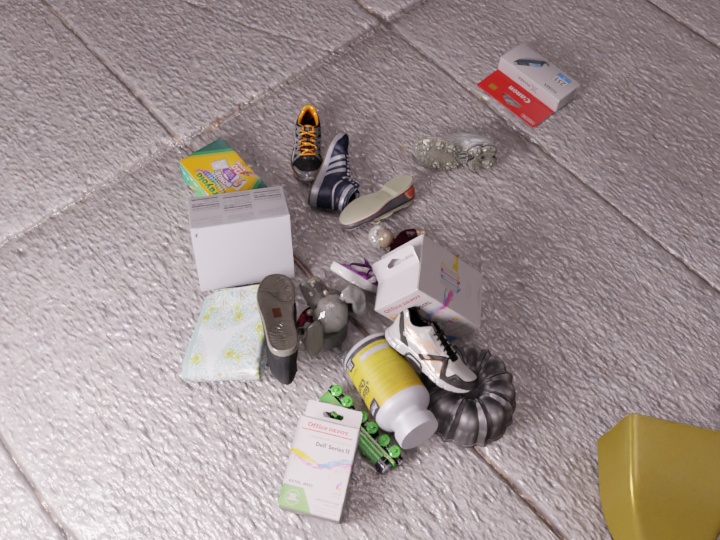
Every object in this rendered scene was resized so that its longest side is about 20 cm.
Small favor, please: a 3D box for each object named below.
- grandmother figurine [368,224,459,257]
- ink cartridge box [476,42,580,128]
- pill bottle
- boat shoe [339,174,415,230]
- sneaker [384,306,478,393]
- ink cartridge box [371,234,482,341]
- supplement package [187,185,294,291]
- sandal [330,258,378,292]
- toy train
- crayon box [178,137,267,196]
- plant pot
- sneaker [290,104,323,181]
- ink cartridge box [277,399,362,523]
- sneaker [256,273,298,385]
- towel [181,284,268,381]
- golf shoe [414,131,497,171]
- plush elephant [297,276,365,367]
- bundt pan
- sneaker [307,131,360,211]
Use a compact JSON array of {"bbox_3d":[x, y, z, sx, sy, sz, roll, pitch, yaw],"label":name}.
[{"bbox_3d":[0.109,-0.045,1.717,0.197,0.061,0.122,23,49,8],"label":"grandmother figurine"},{"bbox_3d":[0.421,-0.467,2.024,0.175,0.045,0.200,-37,66,-25],"label":"ink cartridge box"},{"bbox_3d":[0.059,0.223,1.492,0.110,0.113,0.201,-22,54,-18],"label":"pill bottle"},{"bbox_3d":[0.041,-0.137,1.769,0.198,0.063,0.071,-34,47,-23],"label":"boat shoe"},{"bbox_3d":[0.136,0.145,1.473,0.199,0.081,0.073,36,25,14],"label":"sneaker"},{"bbox_3d":[0.124,0.037,1.565,0.198,0.128,0.127,30,51,-30],"label":"ink cartridge box"},{"bbox_3d":[-0.240,-0.065,1.632,0.196,0.158,0.112,-8,39,-9],"label":"supplement package"},{"bbox_3d":[0.006,0.004,1.600,0.082,0.202,0.050,32,95,18],"label":"sandal"},{"bbox_3d":[-0.002,0.294,1.496,0.056,0.042,0.200,-40,67,-15],"label":"toy train"},{"bbox_3d":[-0.297,-0.190,1.781,0.118,0.059,0.200,-33,65,-23],"label":"crayon box"},{"bbox_3d":[0.521,0.385,1.388,0.190,0.196,0.204,11,64,3],"label":"plant pot"},{"bbox_3d":[-0.123,-0.293,1.851,0.076,0.078,0.203,-2,58,-7],"label":"sneaker"},{"bbox_3d":[-0.067,0.330,1.426,0.115,0.068,0.204,12,69,4],"label":"ink cartridge box"},{"bbox_3d":[-0.154,0.106,1.488,0.073,0.108,0.202,-2,45,-8],"label":"sneaker"},{"bbox_3d":[-0.244,0.119,1.549,0.168,0.048,0.203,-7,53,25],"label":"towel"},{"bbox_3d":[0.219,-0.286,1.887,0.195,0.079,0.098,6,39,-7],"label":"golf shoe"},{"bbox_3d":[-0.075,0.085,1.556,0.199,0.156,0.164,39,62,21],"label":"plush elephant"},{"bbox_3d":[0.205,0.226,1.533,0.197,0.076,0.205,2,56,-2],"label":"bundt pan"},{"bbox_3d":[-0.036,-0.217,1.809,0.106,0.070,0.203,15,64,12],"label":"sneaker"}]
